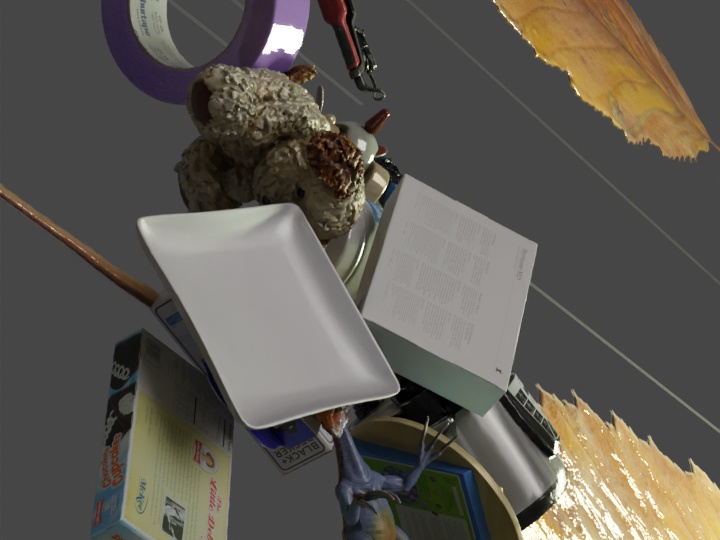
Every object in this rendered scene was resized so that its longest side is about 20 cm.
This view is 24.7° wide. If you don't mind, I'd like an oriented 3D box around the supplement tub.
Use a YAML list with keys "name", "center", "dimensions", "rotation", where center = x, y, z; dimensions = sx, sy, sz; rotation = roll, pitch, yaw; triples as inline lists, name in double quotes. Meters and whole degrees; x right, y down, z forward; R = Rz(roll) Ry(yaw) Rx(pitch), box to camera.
- name: "supplement tub"
  center: [0.000, 0.000, 1.657]
  dimensions: [0.200, 0.132, 0.132]
  rotation: [30, 38, -48]

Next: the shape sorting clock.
- name: "shape sorting clock"
  center: [0.063, 0.214, 1.480]
  dimensions: [0.200, 0.200, 0.039]
  rotation: [55, 48, -10]

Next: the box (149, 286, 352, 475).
- name: "box"
  center: [-0.092, 0.073, 1.493]
  dimensions: [0.200, 0.060, 0.117]
  rotation: [52, 27, -15]

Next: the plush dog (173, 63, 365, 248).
- name: "plush dog"
  center: [-0.063, -0.099, 1.512]
  dimensions: [0.160, 0.200, 0.172]
  rotation: [-30, 69, -29]

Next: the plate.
- name: "plate"
  center: [-0.079, 0.038, 1.362]
  dimensions: [0.199, 0.032, 0.200]
  rotation: [-8, 62, -51]

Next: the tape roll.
- name: "tape roll"
  center: [-0.150, -0.257, 1.575]
  dimensions: [0.066, 0.200, 0.201]
  rotation: [-1, 63, -62]

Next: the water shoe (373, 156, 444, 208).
- name: "water shoe"
  center: [0.063, -0.077, 1.913]
  dimensions: [0.200, 0.079, 0.071]
  rotation: [59, 25, -1]

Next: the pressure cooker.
- name: "pressure cooker"
  center: [0.083, 0.164, 1.585]
  dimensions: [0.179, 0.176, 0.200]
  rotation: [-35, 94, -41]

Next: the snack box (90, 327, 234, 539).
- name: "snack box"
  center: [-0.155, 0.154, 1.318]
  dimensions: [0.116, 0.037, 0.200]
  rotation: [41, 31, -33]

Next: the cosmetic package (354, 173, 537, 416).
- name: "cosmetic package"
  center: [0.077, 0.020, 1.532]
  dimensions: [0.150, 0.052, 0.200]
  rotation: [26, 45, -8]

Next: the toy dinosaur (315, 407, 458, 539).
- name: "toy dinosaur"
  center: [-0.005, 0.206, 1.386]
  dimensions: [0.182, 0.200, 0.105]
  rotation: [53, 22, 13]

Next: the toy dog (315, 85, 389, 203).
- name: "toy dog"
  center: [-0.020, -0.145, 1.730]
  dimensions: [0.132, 0.096, 0.200]
  rotation: [39, 4, -41]

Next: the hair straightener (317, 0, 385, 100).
- name: "hair straightener"
  center: [-0.005, -0.301, 2.070]
  dimensions: [0.077, 0.041, 0.200]
  rotation: [3, 60, -60]

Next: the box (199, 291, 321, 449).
- name: "box"
  center: [-0.070, 0.061, 1.429]
  dimensions: [0.119, 0.041, 0.200]
  rotation: [48, 31, -22]
